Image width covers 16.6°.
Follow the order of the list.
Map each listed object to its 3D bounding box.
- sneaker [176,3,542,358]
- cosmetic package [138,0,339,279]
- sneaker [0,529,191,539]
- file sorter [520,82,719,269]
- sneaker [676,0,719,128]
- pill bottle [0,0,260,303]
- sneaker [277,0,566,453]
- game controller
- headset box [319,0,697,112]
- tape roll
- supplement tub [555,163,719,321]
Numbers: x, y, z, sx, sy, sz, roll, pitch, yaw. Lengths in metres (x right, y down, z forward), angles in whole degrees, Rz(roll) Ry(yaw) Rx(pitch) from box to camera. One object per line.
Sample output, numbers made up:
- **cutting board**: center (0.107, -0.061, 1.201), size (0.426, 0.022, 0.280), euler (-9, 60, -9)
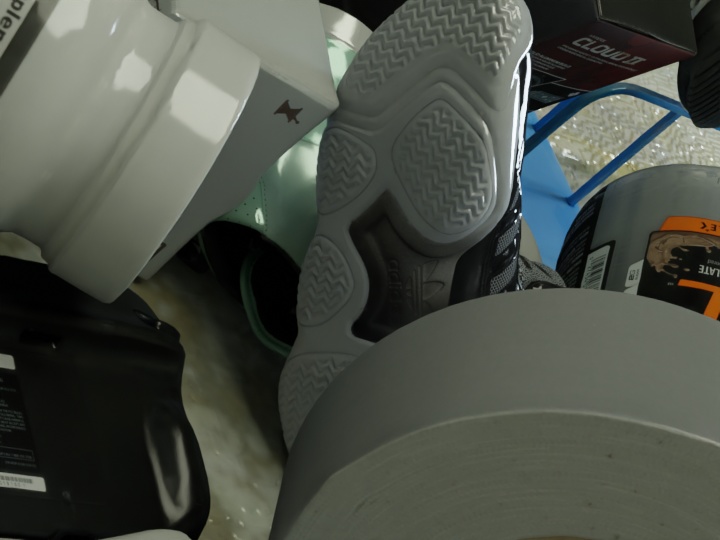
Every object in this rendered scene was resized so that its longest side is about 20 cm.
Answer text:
- **sneaker**: center (0.000, 0.000, 0.981), size (0.200, 0.073, 0.119), euler (49, 55, -42)
- **cosmetic package**: center (-0.082, -0.109, 0.932), size (0.081, 0.113, 0.200), euler (30, 32, -32)
- **sneaker**: center (-0.083, 0.134, 0.672), size (0.200, 0.073, 0.112), euler (-4, 57, -58)
- **file sorter**: center (0.076, -0.108, 1.143), size (0.138, 0.123, 0.201), euler (17, 42, -46)
- **sneaker**: center (0.162, -0.117, 1.076), size (0.089, 0.074, 0.200), euler (54, 18, 8)
- **pill bottle**: center (-0.140, -0.080, 0.774), size (0.200, 0.116, 0.116), euler (32, 31, -10)
- **sneaker**: center (0.039, -0.013, 0.907), size (0.075, 0.201, 0.114), euler (28, 22, 33)
- **game controller**: center (-0.126, 0.039, 0.775), size (0.200, 0.042, 0.105), euler (13, 59, -47)
- **headset box**: center (0.047, -0.141, 1.019), size (0.075, 0.199, 0.149), euler (11, 67, -49)
- **tape roll**: center (0.067, 0.106, 0.787), size (0.200, 0.200, 0.066), euler (40, 29, -17)
- **supplement tub**: center (0.126, 0.060, 0.993), size (0.122, 0.122, 0.200), euler (39, 40, -18)
